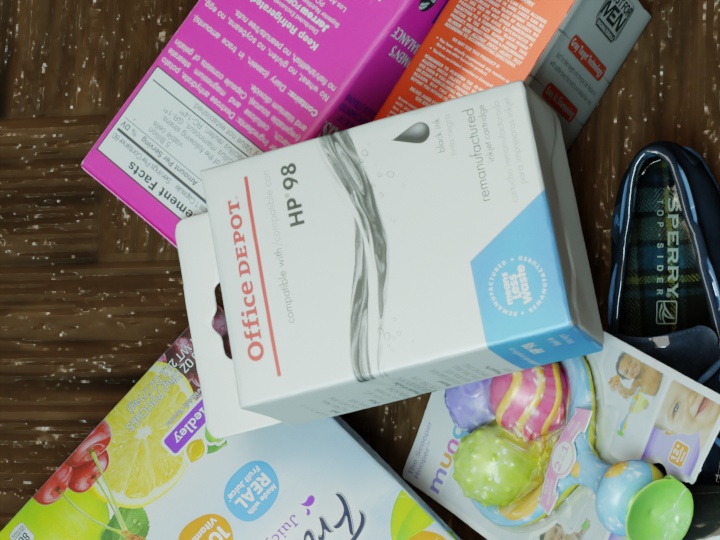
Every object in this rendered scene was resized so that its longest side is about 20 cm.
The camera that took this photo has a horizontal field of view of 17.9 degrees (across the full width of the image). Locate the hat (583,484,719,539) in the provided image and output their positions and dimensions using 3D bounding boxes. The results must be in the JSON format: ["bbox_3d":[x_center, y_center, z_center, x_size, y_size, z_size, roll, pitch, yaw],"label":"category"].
[{"bbox_3d":[0.179,0.192,1.036,0.199,0.081,0.202,-6,70,18],"label":"hat"}]

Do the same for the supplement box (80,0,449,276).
[{"bbox_3d":[-0.033,-0.095,1.167,0.103,0.101,0.201,40,96,23],"label":"supplement box"}]

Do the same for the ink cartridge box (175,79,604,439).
[{"bbox_3d":[0.000,0.000,1.045,0.198,0.067,0.117,-15,76,16],"label":"ink cartridge box"}]

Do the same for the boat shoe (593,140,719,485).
[{"bbox_3d":[0.138,0.038,1.090,0.083,0.069,0.202,-11,77,19],"label":"boat shoe"}]

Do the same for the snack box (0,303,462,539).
[{"bbox_3d":[-0.056,0.145,1.139,0.200,0.068,0.169,42,89,22],"label":"snack box"}]

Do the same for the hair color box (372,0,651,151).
[{"bbox_3d":[0.057,-0.068,1.127,0.061,0.101,0.201,34,92,23],"label":"hair color box"}]

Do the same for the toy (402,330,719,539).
[{"bbox_3d":[0.077,0.075,1.062,0.200,0.047,0.116,30,99,53],"label":"toy"}]
